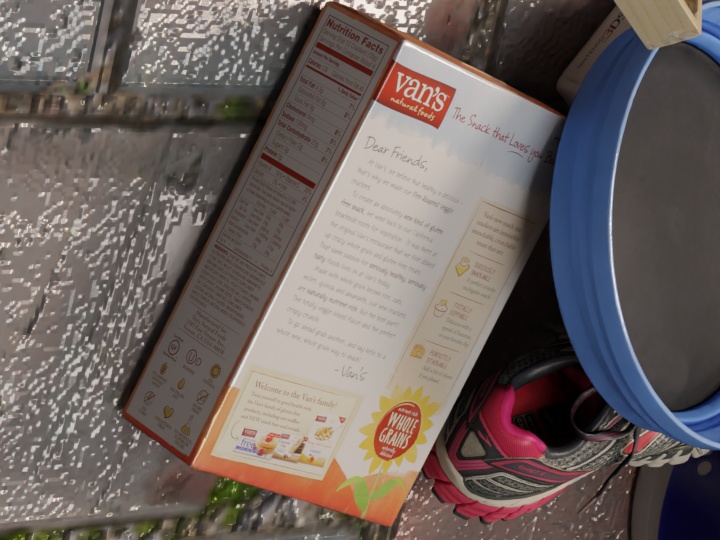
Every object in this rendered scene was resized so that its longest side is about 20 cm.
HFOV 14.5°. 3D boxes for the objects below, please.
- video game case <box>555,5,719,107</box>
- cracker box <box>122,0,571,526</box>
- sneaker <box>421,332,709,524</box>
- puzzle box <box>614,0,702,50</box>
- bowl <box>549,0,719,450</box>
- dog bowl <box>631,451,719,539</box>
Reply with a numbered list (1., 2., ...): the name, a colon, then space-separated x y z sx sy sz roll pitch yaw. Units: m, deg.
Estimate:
1. video game case: 0.197 -0.102 1.359 0.182 0.024 0.200 -51 135 -6
2. cracker box: 0.000 0.000 1.219 0.134 0.058 0.200 22 97 -46
3. sneaker: 0.125 0.058 1.322 0.200 0.081 0.075 -26 168 -29
4. puzzle box: 0.102 -0.206 1.135 0.133 0.025 0.200 47 38 -44
5. bowl: 0.153 -0.020 1.271 0.200 0.039 0.201 0 91 -50
6. dog bowl: 0.239 0.113 1.467 0.200 0.079 0.201 -19 123 -32
